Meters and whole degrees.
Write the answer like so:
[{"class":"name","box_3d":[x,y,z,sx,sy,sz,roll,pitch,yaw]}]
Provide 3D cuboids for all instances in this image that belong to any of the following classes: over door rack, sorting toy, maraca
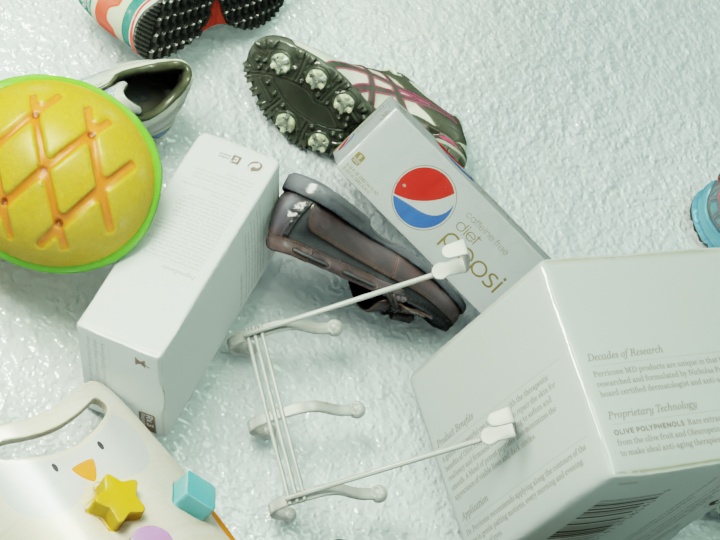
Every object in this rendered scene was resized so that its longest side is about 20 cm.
[{"class":"over door rack","box_3d":[0.013,0.086,1.705,0.199,0.067,0.149,-22,67,14]},{"class":"sorting toy","box_3d":[-0.179,0.170,1.592,0.199,0.107,0.180,-26,75,-34]},{"class":"maraca","box_3d":[-0.238,-0.075,1.643,0.199,0.107,0.138,19,84,-1]}]

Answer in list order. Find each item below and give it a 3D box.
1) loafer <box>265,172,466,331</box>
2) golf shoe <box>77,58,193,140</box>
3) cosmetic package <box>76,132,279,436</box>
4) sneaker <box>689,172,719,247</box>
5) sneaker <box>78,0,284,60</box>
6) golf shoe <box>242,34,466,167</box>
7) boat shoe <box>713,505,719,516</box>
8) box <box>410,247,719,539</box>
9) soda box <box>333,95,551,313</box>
[{"class":"loafer","box_3d":[0.000,0.000,1.774,0.200,0.072,0.063,39,77,-38]},{"class":"golf shoe","box_3d":[-0.211,-0.114,1.732,0.200,0.097,0.079,-31,91,-33]},{"class":"cosmetic package","box_3d":[-0.129,0.009,1.697,0.074,0.102,0.200,20,52,15]},{"class":"sneaker","box_3d":[0.377,-0.016,1.966,0.199,0.096,0.080,32,55,-7]},{"class":"sneaker","box_3d":[-0.139,-0.229,1.848,0.093,0.071,0.199,30,36,26]},{"class":"golf shoe","box_3d":[-0.004,-0.131,1.872,0.199,0.077,0.088,32,36,-12]},{"class":"boat shoe","box_3d":[0.310,0.173,1.847,0.200,0.073,0.063,48,51,-1]},{"class":"box","box_3d":[0.182,0.104,1.738,0.199,0.199,0.172,-5,66,-34]},{"class":"soda box","box_3d":[0.070,-0.040,1.813,0.068,0.064,0.200,-44,102,7]}]
